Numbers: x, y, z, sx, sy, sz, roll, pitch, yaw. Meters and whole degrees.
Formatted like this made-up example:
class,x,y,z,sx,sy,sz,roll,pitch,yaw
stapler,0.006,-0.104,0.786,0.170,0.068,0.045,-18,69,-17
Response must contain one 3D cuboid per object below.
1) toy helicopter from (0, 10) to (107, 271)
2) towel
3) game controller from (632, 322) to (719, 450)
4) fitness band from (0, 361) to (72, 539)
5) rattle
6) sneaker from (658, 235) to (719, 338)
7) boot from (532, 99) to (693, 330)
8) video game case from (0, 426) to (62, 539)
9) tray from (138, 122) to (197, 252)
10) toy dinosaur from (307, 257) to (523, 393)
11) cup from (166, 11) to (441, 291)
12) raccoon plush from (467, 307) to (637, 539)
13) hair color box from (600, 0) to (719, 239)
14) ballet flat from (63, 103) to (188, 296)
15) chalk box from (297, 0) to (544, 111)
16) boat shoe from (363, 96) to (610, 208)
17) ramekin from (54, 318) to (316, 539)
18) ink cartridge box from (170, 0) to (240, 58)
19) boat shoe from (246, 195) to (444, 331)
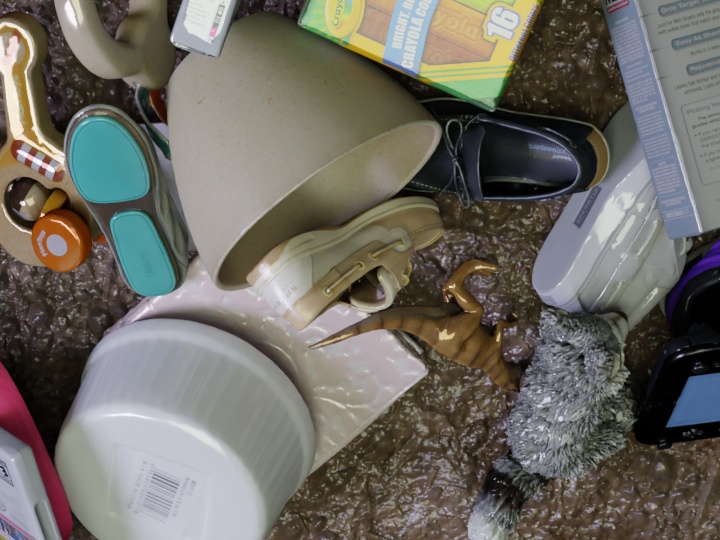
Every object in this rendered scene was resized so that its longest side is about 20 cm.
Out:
class,x,y,z,sx,sy,sz,roll,pitch,yaw
toy helicopter,-0.258,-0.099,1.689,0.131,0.079,0.202,5,114,23
towel,-0.075,0.065,1.758,0.200,0.032,0.191,43,116,-14
game controller,0.269,0.089,1.688,0.103,0.042,0.200,1,156,-2
fitness band,-0.290,0.134,1.761,0.037,0.143,0.201,-32,110,-27
rattle,-0.208,-0.172,1.659,0.142,0.131,0.201,-12,127,13
sneaker,0.307,-0.012,1.674,0.069,0.100,0.200,34,111,-12
boot,0.218,-0.049,1.693,0.095,0.074,0.201,24,107,-28
video game case,-0.293,0.180,1.749,0.022,0.199,0.183,-31,125,-28
tray,-0.100,-0.070,1.725,0.198,0.022,0.108,-3,110,6
toy dinosaur,0.068,0.042,1.703,0.199,0.060,0.107,22,82,-33
cup,-0.062,-0.101,1.613,0.200,0.200,0.144,-40,77,17
raccoon plush,0.147,0.121,1.678,0.096,0.134,0.201,20,80,16
hair color box,0.250,-0.133,1.604,0.098,0.061,0.202,-16,91,-16
ballet flat,-0.175,-0.064,1.657,0.067,0.064,0.201,-6,136,9
chalk box,0.028,-0.214,1.594,0.199,0.124,0.126,22,100,-5
boat shoe,0.087,-0.088,1.670,0.198,0.062,0.075,5,109,19
ramekin,-0.143,0.145,1.737,0.199,0.098,0.202,11,130,14
ink cartridge box,-0.077,-0.270,1.551,0.043,0.197,0.201,20,112,-5
boat shoe,0.000,0.000,1.656,0.069,0.199,0.074,56,133,12
